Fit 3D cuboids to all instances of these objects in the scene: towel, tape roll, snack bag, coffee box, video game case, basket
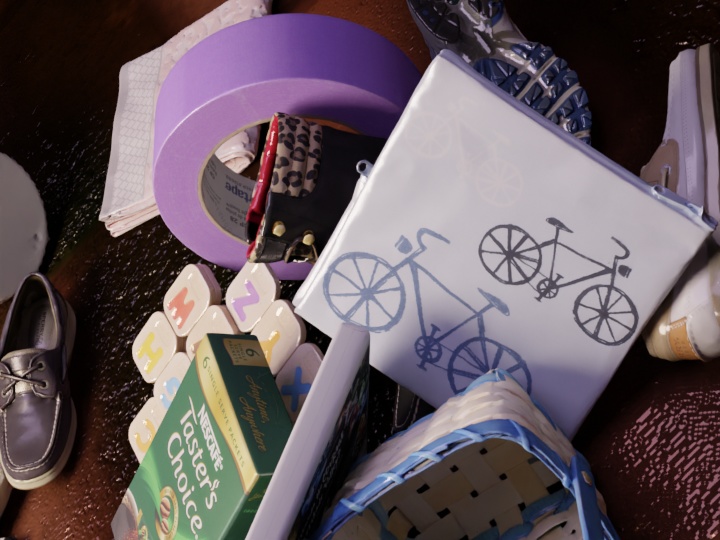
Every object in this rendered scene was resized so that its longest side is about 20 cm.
[{"bbox_3d":[-0.158,-0.147,1.304,0.190,0.032,0.202,-23,49,33],"label":"towel"},{"bbox_3d":[-0.045,-0.081,1.003,0.199,0.200,0.066,-30,44,27],"label":"tape roll"},{"bbox_3d":[0.074,-0.003,0.819,0.201,0.187,0.021,-61,-8,29],"label":"snack bag"},{"bbox_3d":[-0.105,0.152,0.951,0.201,0.043,0.124,-59,40,34],"label":"coffee box"},{"bbox_3d":[-0.037,0.160,0.823,0.023,0.183,0.201,16,53,11],"label":"video game case"},{"bbox_3d":[0.058,0.157,0.758,0.176,0.139,0.200,-35,14,23],"label":"basket"}]

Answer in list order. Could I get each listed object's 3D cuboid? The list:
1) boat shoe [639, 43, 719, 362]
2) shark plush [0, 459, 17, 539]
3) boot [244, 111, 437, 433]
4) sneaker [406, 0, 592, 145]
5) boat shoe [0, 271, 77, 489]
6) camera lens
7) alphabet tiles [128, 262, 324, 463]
[{"bbox_3d":[0.189,-0.043,0.835,0.068,0.075,0.202,-16,53,30],"label":"boat shoe"},{"bbox_3d":[-0.347,0.250,1.212,0.083,0.090,0.202,-104,39,-70],"label":"shark plush"},{"bbox_3d":[0.000,0.000,0.916,0.073,0.149,0.203,158,123,-71],"label":"boot"},{"bbox_3d":[0.101,-0.123,0.994,0.076,0.085,0.202,-25,64,-2],"label":"sneaker"},{"bbox_3d":[-0.279,0.089,1.217,0.071,0.065,0.202,-9,49,7],"label":"boat shoe"},{"bbox_3d":[-0.416,-0.032,1.381,0.198,0.160,0.162,-9,57,42],"label":"camera lens"},{"bbox_3d":[-0.098,0.097,1.013,0.196,0.014,0.201,-51,55,29],"label":"alphabet tiles"}]
